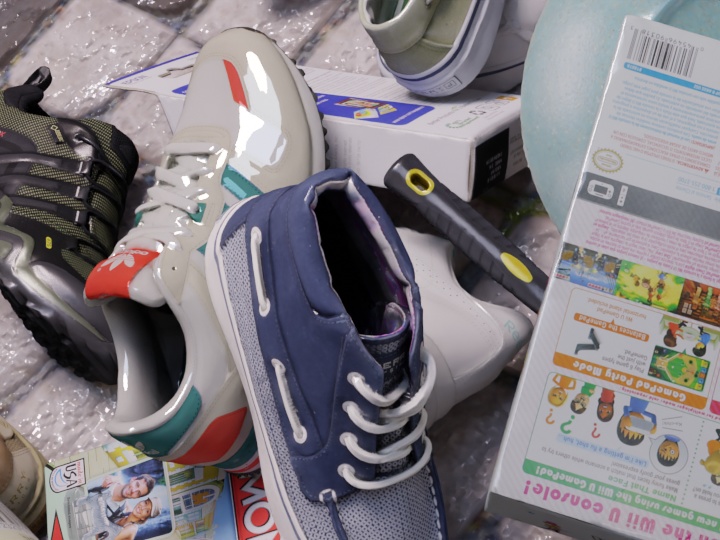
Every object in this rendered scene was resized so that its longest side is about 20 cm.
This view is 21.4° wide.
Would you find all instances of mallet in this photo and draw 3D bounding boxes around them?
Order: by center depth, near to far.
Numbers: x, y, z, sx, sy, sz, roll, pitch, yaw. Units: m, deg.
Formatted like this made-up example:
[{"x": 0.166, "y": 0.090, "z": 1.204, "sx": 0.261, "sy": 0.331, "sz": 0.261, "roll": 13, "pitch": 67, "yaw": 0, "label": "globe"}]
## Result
[{"x": 0.094, "y": 0.012, "z": 0.826, "sx": 0.066, "sy": 0.041, "sz": 0.200, "roll": -37, "pitch": 73, "yaw": -10, "label": "mallet"}]

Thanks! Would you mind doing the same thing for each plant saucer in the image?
[{"x": 0.170, "y": -0.074, "z": 0.830, "sx": 0.198, "sy": 0.039, "sz": 0.204, "roll": 0, "pitch": 82, "yaw": 0, "label": "plant saucer"}]

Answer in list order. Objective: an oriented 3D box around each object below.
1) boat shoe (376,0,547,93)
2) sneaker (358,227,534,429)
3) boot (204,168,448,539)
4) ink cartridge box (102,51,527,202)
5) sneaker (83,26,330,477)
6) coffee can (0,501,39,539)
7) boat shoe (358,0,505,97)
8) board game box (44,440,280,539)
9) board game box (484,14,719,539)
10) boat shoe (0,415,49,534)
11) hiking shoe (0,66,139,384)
[{"x": 0.095, "y": -0.149, "z": 0.950, "sx": 0.198, "sy": 0.066, "sz": 0.074, "roll": -24, "pitch": 53, "yaw": 6, "label": "boat shoe"}, {"x": 0.000, "y": 0.000, "z": 0.898, "sx": 0.088, "sy": 0.076, "sz": 0.200, "roll": -28, "pitch": 47, "yaw": -24, "label": "sneaker"}, {"x": -0.001, "y": 0.060, "z": 0.774, "sx": 0.072, "sy": 0.202, "sz": 0.090, "roll": -25, "pitch": 3, "yaw": -28, "label": "boot"}, {"x": -0.018, "y": -0.073, "z": 0.927, "sx": 0.198, "sy": 0.038, "sz": 0.095, "roll": 13, "pitch": 21, "yaw": 23, "label": "ink cartridge box"}, {"x": -0.071, "y": -0.013, "z": 0.830, "sx": 0.070, "sy": 0.093, "sz": 0.202, "roll": -2, "pitch": 82, "yaw": 42, "label": "sneaker"}, {"x": -0.223, "y": 0.127, "z": 0.797, "sx": 0.200, "sy": 0.147, "sz": 0.146, "roll": 38, "pitch": 77, "yaw": 30, "label": "coffee can"}, {"x": 0.047, "y": -0.183, "z": 0.917, "sx": 0.071, "sy": 0.062, "sz": 0.202, "roll": -2, "pitch": 65, "yaw": 29, "label": "boat shoe"}, {"x": -0.069, "y": 0.158, "z": 0.836, "sx": 0.133, "sy": 0.029, "sz": 0.202, "roll": -19, "pitch": 53, "yaw": 10, "label": "board game box"}, {"x": 0.145, "y": 0.018, "z": 0.760, "sx": 0.146, "sy": 0.064, "sz": 0.202, "roll": 17, "pitch": 77, "yaw": 4, "label": "board game box"}, {"x": -0.228, "y": 0.063, "z": 0.938, "sx": 0.199, "sy": 0.065, "sz": 0.071, "roll": 26, "pitch": 70, "yaw": 34, "label": "boat shoe"}, {"x": -0.150, "y": -0.031, "z": 0.963, "sx": 0.100, "sy": 0.076, "sz": 0.200, "roll": -35, "pitch": 59, "yaw": -10, "label": "hiking shoe"}]
